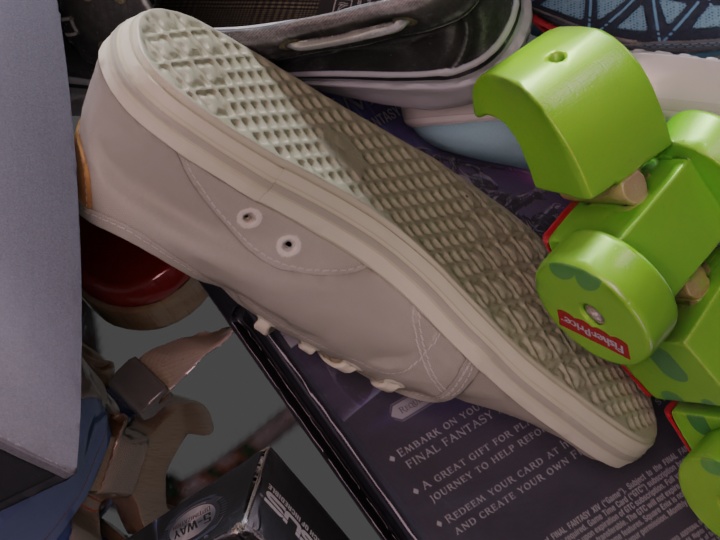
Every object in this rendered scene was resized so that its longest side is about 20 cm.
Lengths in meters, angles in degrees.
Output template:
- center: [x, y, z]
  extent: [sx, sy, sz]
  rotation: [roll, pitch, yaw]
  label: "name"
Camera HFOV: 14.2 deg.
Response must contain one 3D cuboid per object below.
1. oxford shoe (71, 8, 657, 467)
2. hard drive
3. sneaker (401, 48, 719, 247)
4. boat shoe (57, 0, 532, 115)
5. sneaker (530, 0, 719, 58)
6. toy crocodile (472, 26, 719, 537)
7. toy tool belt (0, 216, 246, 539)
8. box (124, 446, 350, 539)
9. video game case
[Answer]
- center: [0.000, 0.000, 0.805]
  extent: [0.200, 0.075, 0.058]
  rotation: [32, 116, -24]
  label: "oxford shoe"
- center: [-0.139, -0.013, 0.775]
  extent: [0.135, 0.042, 0.200]
  rotation: [-25, 52, 23]
  label: "hard drive"
- center: [0.107, -0.020, 0.850]
  extent: [0.200, 0.074, 0.082]
  rotation: [8, 91, 2]
  label: "sneaker"
- center: [-0.051, -0.089, 0.824]
  extent: [0.200, 0.071, 0.072]
  rotation: [1, 67, 18]
  label: "boat shoe"
- center: [0.054, -0.109, 0.844]
  extent: [0.200, 0.096, 0.079]
  rotation: [16, 91, -15]
  label: "sneaker"
- center: [0.097, 0.019, 0.811]
  extent: [0.068, 0.062, 0.200]
  rotation: [-48, 117, -24]
  label: "toy crocodile"
- center: [-0.109, 0.062, 0.895]
  extent: [0.200, 0.123, 0.125]
  rotation: [-45, 64, -7]
  label: "toy tool belt"
- center: [-0.055, 0.165, 0.810]
  extent: [0.200, 0.044, 0.160]
  rotation: [-33, 106, 20]
  label: "box"
- center: [0.042, 0.021, 0.855]
  extent: [0.143, 0.019, 0.200]
  rotation: [-29, 77, -35]
  label: "video game case"
